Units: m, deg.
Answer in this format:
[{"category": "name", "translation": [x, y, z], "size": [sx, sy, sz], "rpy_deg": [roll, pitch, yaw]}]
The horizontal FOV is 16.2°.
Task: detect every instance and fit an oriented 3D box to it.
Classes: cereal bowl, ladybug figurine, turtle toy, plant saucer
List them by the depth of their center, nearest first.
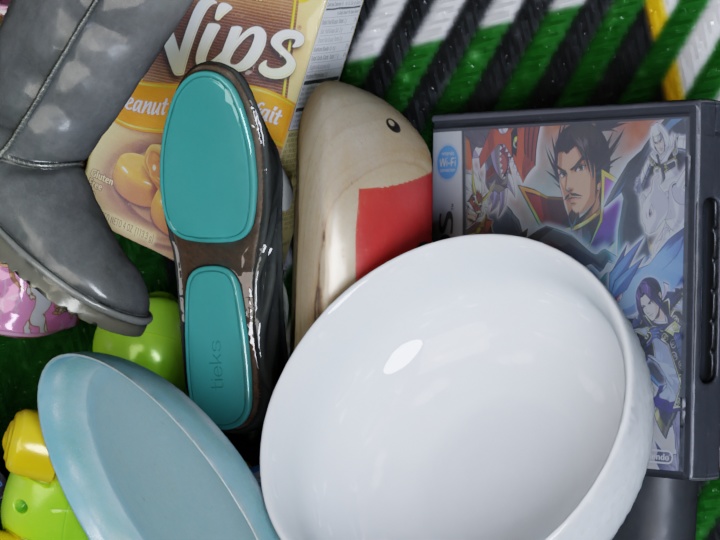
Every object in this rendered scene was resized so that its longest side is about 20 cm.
[{"category": "cereal bowl", "translation": [0.055, 0.087, 1.229], "size": [0.199, 0.083, 0.201], "rpy_deg": [-17, 50, 22]}, {"category": "plant saucer", "translation": [-0.094, 0.124, 1.304], "size": [0.200, 0.027, 0.201], "rpy_deg": [38, 147, 31]}, {"category": "ladybug figurine", "translation": [0.000, 0.000, 1.348], "size": [0.071, 0.136, 0.202], "rpy_deg": [2, 107, -3]}, {"category": "turtle toy", "translation": [-0.134, 0.112, 1.434], "size": [0.145, 0.101, 0.201], "rpy_deg": [15, 107, -10]}]

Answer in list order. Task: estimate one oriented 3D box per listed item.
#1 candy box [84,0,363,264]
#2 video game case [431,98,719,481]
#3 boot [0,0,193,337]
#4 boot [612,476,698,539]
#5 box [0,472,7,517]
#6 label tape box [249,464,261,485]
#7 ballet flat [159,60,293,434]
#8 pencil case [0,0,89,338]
[{"category": "candy box", "translation": [-0.076, -0.104, 1.403], "size": [0.115, 0.055, 0.201], "rpy_deg": [24, 108, 21]}, {"category": "video game case", "translation": [0.105, 0.008, 1.287], "size": [0.199, 0.025, 0.182], "rpy_deg": [1, 89, 52]}, {"category": "boot", "translation": [-0.136, -0.090, 1.369], "size": [0.181, 0.073, 0.200], "rpy_deg": [39, 99, 4]}, {"category": "boot", "translation": [0.164, 0.148, 1.298], "size": [0.164, 0.065, 0.202], "rpy_deg": [8, 99, 43]}, {"category": "box", "translation": [-0.294, 0.095, 1.519], "size": [0.200, 0.038, 0.137], "rpy_deg": [49, 146, 13]}, {"category": "label tape box", "translation": [-0.031, 0.226, 1.376], "size": [0.143, 0.066, 0.201], "rpy_deg": [33, 128, 41]}, {"category": "ballet flat", "translation": [-0.068, -0.015, 1.346], "size": [0.067, 0.068, 0.202], "rpy_deg": [7, 105, 25]}, {"category": "pencil case", "translation": [-0.196, -0.062, 1.457], "size": [0.083, 0.086, 0.202], "rpy_deg": [20, 107, 47]}]
